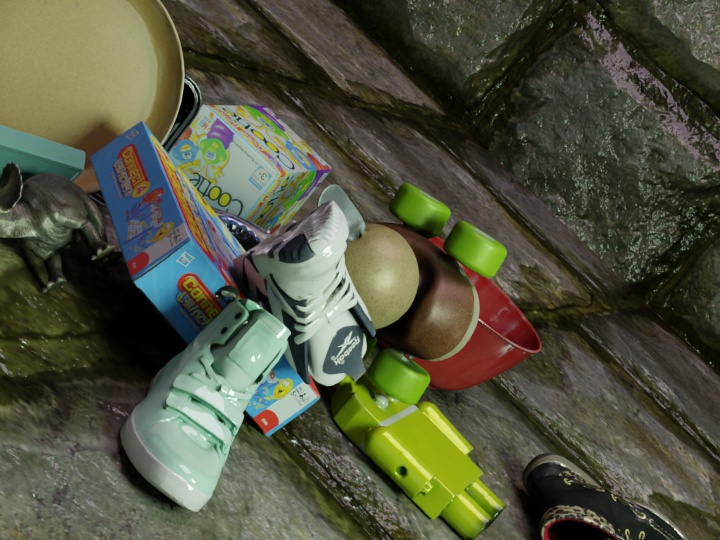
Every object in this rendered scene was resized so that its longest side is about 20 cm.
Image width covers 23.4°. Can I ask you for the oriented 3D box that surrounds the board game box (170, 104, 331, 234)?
[{"bbox_3d":[-0.121,-0.097,1.754,0.105,0.103,0.200,43,14,7],"label":"board game box"}]

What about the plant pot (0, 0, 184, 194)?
[{"bbox_3d":[-0.246,-0.163,1.437,0.200,0.201,0.027,35,0,-22],"label":"plant pot"}]

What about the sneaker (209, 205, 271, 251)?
[{"bbox_3d":[-0.085,-0.005,1.641,0.200,0.077,0.085,36,9,-28],"label":"sneaker"}]

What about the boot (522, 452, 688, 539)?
[{"bbox_3d":[0.249,0.269,1.712,0.199,0.073,0.151,36,13,-6],"label":"boot"}]

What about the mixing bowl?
[{"bbox_3d":[0.083,0.054,1.842,0.200,0.108,0.200,40,14,-12],"label":"mixing bowl"}]

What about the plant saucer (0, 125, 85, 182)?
[{"bbox_3d":[-0.288,-0.081,1.322,0.019,0.070,0.200,54,18,23],"label":"plant saucer"}]

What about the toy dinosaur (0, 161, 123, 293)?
[{"bbox_3d":[-0.232,-0.041,1.341,0.103,0.077,0.200,57,20,6],"label":"toy dinosaur"}]

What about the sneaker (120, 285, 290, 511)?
[{"bbox_3d":[-0.103,0.082,1.224,0.074,0.118,0.201,39,15,-15],"label":"sneaker"}]

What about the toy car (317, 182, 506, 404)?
[{"bbox_3d":[0.000,0.000,1.521,0.199,0.165,0.158,24,9,-47],"label":"toy car"}]

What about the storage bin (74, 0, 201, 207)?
[{"bbox_3d":[-0.253,-0.165,1.505,0.199,0.136,0.094,36,5,-23],"label":"storage bin"}]

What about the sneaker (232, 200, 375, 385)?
[{"bbox_3d":[-0.027,0.026,1.309,0.130,0.079,0.199,56,-21,-5],"label":"sneaker"}]

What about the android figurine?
[{"bbox_3d":[0.047,0.158,1.572,0.200,0.041,0.182,46,14,11],"label":"android figurine"}]

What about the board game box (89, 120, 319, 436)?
[{"bbox_3d":[-0.128,0.004,1.412,0.196,0.056,0.200,54,4,-37],"label":"board game box"}]
